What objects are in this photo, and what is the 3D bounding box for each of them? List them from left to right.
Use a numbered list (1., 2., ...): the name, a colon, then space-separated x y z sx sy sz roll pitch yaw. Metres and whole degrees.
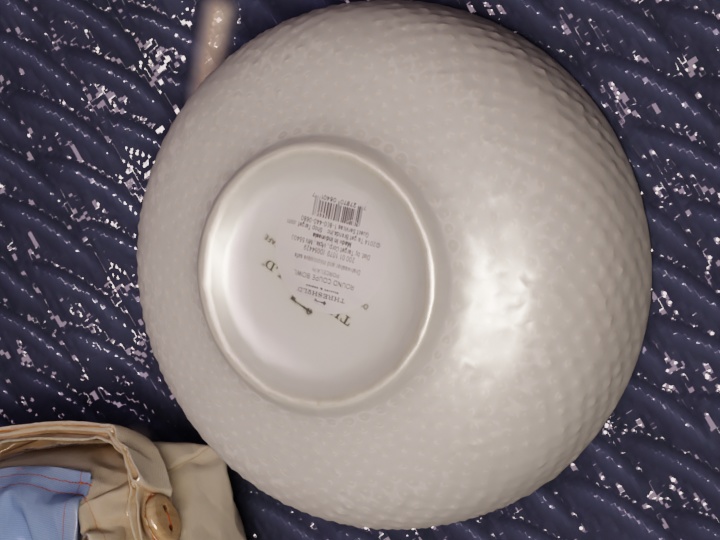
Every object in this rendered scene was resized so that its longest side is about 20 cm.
1. toy tool belt: -0.146 0.127 0.914 0.199 0.123 0.126 -17 91 28
2. cereal bowl: 0.000 0.000 0.865 0.199 0.083 0.201 2 96 26
